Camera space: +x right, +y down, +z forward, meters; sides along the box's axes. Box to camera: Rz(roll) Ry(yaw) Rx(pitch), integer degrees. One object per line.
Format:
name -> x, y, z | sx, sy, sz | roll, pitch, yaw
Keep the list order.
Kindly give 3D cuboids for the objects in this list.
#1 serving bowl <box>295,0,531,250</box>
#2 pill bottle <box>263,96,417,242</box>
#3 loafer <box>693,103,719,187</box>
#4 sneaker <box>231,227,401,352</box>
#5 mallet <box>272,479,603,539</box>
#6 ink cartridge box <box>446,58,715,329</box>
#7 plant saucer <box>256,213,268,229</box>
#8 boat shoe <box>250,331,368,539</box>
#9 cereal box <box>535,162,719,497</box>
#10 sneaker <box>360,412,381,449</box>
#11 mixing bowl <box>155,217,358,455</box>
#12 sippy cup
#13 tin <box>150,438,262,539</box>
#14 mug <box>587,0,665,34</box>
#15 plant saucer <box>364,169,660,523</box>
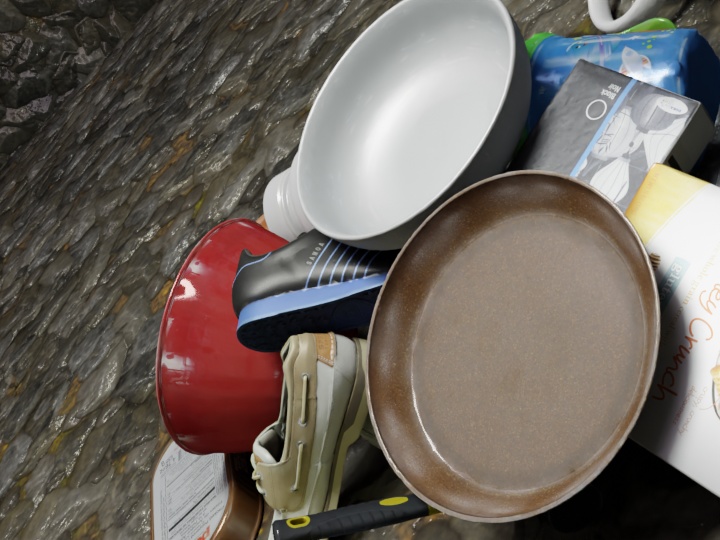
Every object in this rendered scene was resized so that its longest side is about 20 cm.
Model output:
serving bowl -> 0.045, -0.100, 0.748 | 0.198, 0.065, 0.203 | -27, 48, 35
pill bottle -> 0.009, -0.077, 0.909 | 0.198, 0.111, 0.112 | -22, 37, 41
loafer -> 0.216, -0.029, 0.660 | 0.069, 0.068, 0.203 | 1, 57, 32
sneaker -> 0.000, 0.000, 0.775 | 0.196, 0.071, 0.079 | -10, 55, 3
mallet -> 0.044, 0.133, 0.637 | 0.196, 0.042, 0.066 | -5, 27, -6
ink cartridge box -> 0.126, -0.029, 0.662 | 0.099, 0.039, 0.202 | 31, 88, 42
plant saucer -> -0.091, 0.002, 1.119 | 0.199, 0.037, 0.202 | -37, 29, 25
boat shoe -> -0.048, 0.139, 0.775 | 0.075, 0.067, 0.204 | -131, 56, -71
cereal box -> 0.202, 0.042, 0.553 | 0.199, 0.039, 0.146 | 32, 93, 47
sneaker -> 0.048, 0.075, 0.764 | 0.198, 0.088, 0.082 | -17, 40, 46
mixing bowl -> -0.068, 0.065, 0.878 | 0.107, 0.201, 0.202 | 10, 58, 24
sippy cup -> 0.189, -0.112, 0.761 | 0.129, 0.139, 0.182 | -6, 75, 39
tin -> -0.142, 0.202, 0.946 | 0.112, 0.042, 0.201 | -47, 27, 14
mug -> 0.245, -0.306, 0.917 | 0.175, 0.145, 0.204 | -155, 74, -70
plant saucer -> 0.086, 0.043, 0.609 | 0.198, 0.032, 0.204 | -18, 62, 36
